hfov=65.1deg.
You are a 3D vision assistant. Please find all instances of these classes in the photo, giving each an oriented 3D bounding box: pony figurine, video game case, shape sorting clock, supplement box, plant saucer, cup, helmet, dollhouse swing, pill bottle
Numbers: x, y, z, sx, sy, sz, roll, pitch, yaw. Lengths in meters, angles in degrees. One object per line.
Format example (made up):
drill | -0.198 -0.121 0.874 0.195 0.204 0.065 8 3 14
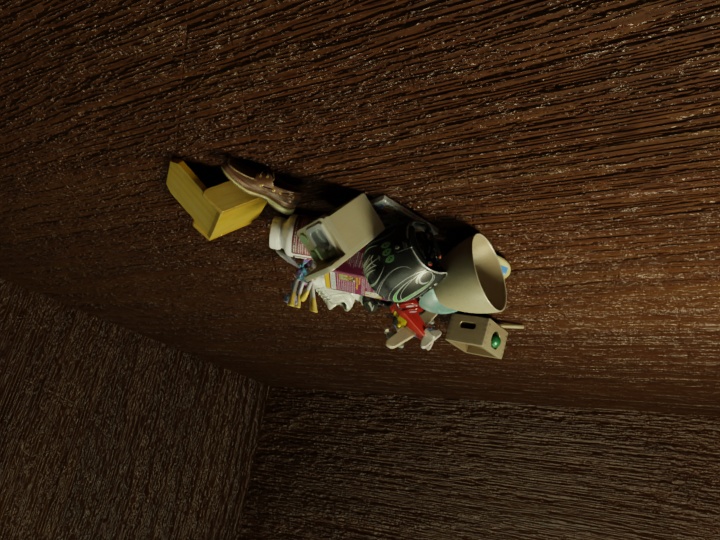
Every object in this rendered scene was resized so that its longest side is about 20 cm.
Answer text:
pony figurine | -0.168 0.012 1.689 0.165 0.203 0.192 17 174 -36
video game case | 0.081 -0.123 1.430 0.199 0.018 0.142 26 154 -35
shape sorting clock | 0.319 -0.010 1.577 0.197 0.040 0.200 11 160 4
supplement box | 0.000 0.000 1.633 0.197 0.104 0.131 13 154 4
plant saucer | 0.267 0.083 1.619 0.198 0.039 0.202 -14 154 -7
cup | 0.265 0.024 1.431 0.142 0.203 0.200 -19 146 31
helmet | 0.099 -0.016 1.387 0.199 0.202 0.190 26 136 -36
dollhouse swing | -0.360 -0.200 1.411 0.180 0.177 0.200 -27 175 -28
pill bottle | -0.135 -0.086 1.487 0.197 0.114 0.113 9 159 2

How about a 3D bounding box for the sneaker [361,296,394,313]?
sneaker | 0.061 0.086 1.776 0.076 0.085 0.200 0 149 -23

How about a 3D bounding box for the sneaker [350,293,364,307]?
sneaker | 0.040 0.078 1.883 0.088 0.076 0.200 -22 154 19

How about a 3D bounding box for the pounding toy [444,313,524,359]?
pounding toy | 0.443 0.221 2.004 0.198 0.144 0.184 5 160 42

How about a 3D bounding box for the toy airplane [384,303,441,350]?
toy airplane | 0.175 0.189 1.918 0.198 0.202 0.141 16 148 -19

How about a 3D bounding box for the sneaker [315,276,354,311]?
sneaker | -0.103 0.075 1.878 0.198 0.101 0.078 23 159 -13

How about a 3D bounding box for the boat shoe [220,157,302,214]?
boat shoe | -0.225 -0.208 1.306 0.199 0.072 0.068 29 119 -23

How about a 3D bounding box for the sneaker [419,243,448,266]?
sneaker | 0.144 -0.039 1.530 0.197 0.083 0.077 -1 180 -1

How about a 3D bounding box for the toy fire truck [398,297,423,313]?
toy fire truck | 0.199 0.057 1.696 0.165 0.114 0.200 -6 164 12

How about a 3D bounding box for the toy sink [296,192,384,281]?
toy sink | -0.064 -0.082 1.331 0.130 0.200 0.113 -21 105 53

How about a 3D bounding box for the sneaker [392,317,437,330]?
sneaker | 0.201 0.227 2.174 0.198 0.076 0.078 23 158 -26
